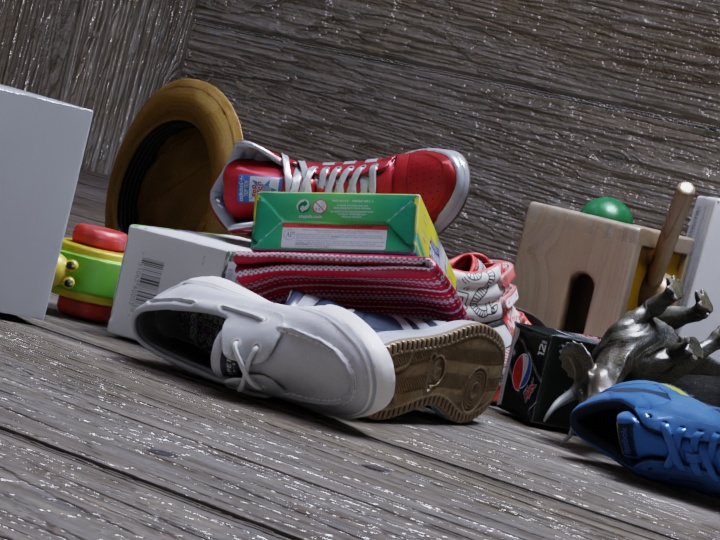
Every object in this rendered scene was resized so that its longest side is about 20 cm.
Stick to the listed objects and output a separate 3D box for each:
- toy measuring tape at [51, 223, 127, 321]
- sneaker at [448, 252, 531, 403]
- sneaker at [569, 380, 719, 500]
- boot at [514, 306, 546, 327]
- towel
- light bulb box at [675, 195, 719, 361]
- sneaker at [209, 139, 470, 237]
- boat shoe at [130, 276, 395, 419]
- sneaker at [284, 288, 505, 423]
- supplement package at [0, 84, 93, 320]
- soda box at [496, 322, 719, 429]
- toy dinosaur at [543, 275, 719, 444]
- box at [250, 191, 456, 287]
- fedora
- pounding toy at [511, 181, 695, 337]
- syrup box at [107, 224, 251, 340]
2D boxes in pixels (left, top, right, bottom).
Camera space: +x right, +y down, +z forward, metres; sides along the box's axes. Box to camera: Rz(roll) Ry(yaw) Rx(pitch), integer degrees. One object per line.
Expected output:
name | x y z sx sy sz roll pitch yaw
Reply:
toy measuring tape | -0.179 0.003 1.640 0.073 0.074 0.200 15 4 21
sneaker | 0.117 0.048 1.708 0.201 0.108 0.067 12 4 -32
sneaker | 0.214 0.116 1.403 0.078 0.066 0.200 -2 11 -36
boot | 0.043 0.025 1.814 0.200 0.069 0.174 8 17 -14
towel | 0.002 0.030 1.540 0.144 0.023 0.200 1 -19 13
light bulb box | 0.342 0.041 1.980 0.125 0.198 0.200 16 4 4
sneaker | -0.023 -0.056 1.576 0.112 0.071 0.200 17 -20 -41
boat shoe | -0.065 0.048 1.373 0.068 0.072 0.200 -18 31 -41
sneaker | 0.013 0.056 1.486 0.108 0.070 0.200 17 7 31
supplement package | -0.306 -0.066 1.534 0.151 0.152 0.200 12 3 -32
soda box | 0.207 0.092 1.656 0.200 0.071 0.063 12 3 -23
toy dinosaur | 0.206 0.056 1.571 0.102 0.077 0.200 -28 -9 31
box | 0.000 0.000 1.557 0.117 0.048 0.200 1 -17 12
fedora | -0.129 -0.057 1.786 0.082 0.201 0.201 10 4 -36
pounding toy | 0.213 0.017 1.843 0.142 0.200 0.184 15 4 25
syrup box | -0.099 0.017 1.609 0.081 0.079 0.200 14 3 19
